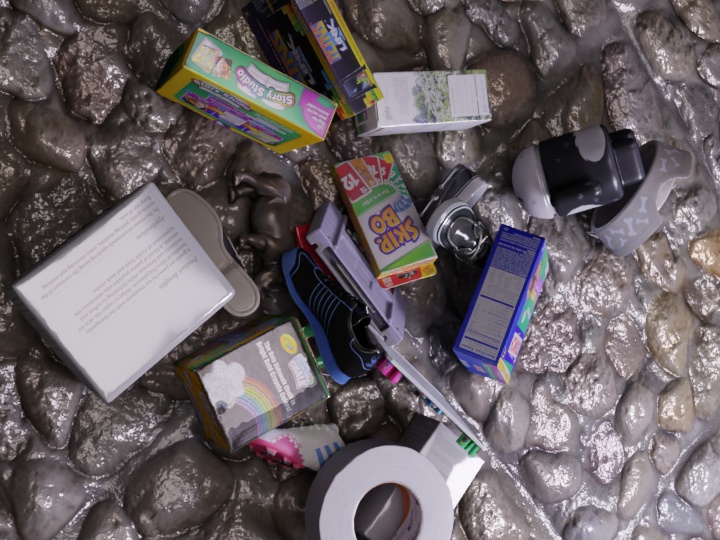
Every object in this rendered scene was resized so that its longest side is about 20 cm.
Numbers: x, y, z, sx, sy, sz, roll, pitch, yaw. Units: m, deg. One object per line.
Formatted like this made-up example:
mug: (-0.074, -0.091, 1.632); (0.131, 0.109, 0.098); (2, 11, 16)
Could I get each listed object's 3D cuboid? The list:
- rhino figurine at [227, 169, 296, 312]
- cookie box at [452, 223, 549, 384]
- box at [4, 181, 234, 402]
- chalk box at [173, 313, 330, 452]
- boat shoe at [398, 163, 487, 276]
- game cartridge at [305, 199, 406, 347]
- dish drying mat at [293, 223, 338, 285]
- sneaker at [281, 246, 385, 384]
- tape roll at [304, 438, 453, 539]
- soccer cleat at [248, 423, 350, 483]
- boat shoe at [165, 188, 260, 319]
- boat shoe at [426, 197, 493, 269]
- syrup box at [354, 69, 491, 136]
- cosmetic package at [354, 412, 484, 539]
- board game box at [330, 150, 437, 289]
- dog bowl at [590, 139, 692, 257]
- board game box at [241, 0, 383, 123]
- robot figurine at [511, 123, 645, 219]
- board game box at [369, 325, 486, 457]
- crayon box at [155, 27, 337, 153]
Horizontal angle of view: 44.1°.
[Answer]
rhino figurine: (-0.132, -0.041, 1.239); (0.087, 0.060, 0.202); (-6, 94, -22)
cookie box: (0.216, 0.056, 1.339); (0.075, 0.171, 0.202); (19, 80, 18)
box: (-0.298, 0.026, 1.085); (0.199, 0.200, 0.172); (-42, 104, -20)
chalk box: (-0.130, 0.137, 1.205); (0.199, 0.124, 0.125); (-26, 99, -23)
boat shoe: (0.103, -0.079, 1.346); (0.068, 0.072, 0.200); (41, 87, 16)
game cartridge: (0.000, 0.000, 1.268); (0.038, 0.130, 0.201); (-31, 107, 21)
dish drying mat: (-0.052, 0.031, 1.277); (0.077, 0.018, 0.202); (-19, 100, -59)
sneaker: (-0.035, 0.047, 1.185); (0.078, 0.070, 0.201); (-32, 73, 19)
tape roll: (0.026, 0.337, 1.221); (0.198, 0.066, 0.203); (1, 88, -21)
soccer cleat: (-0.077, 0.246, 1.255); (0.199, 0.069, 0.087); (35, 62, -36)
boat shoe: (-0.202, -0.018, 1.200); (0.072, 0.063, 0.201); (-33, 80, -12)
boat shoe: (0.161, -0.050, 1.308); (0.072, 0.071, 0.200); (-53, 154, 8)
syrup box: (0.091, -0.251, 1.330); (0.198, 0.081, 0.080); (-8, 91, -24)
cosmetic package: (0.081, 0.328, 1.323); (0.107, 0.090, 0.200); (44, 76, -17)
board game box: (0.036, -0.075, 1.290); (0.095, 0.030, 0.202); (-16, 73, -22)
dog bowl: (0.447, -0.122, 1.438); (0.058, 0.200, 0.201); (32, 77, -5)
board game box: (-0.069, -0.298, 1.209); (0.056, 0.165, 0.201); (-34, 103, -23)
robot figurine: (0.337, -0.152, 1.388); (0.198, 0.150, 0.126); (-16, 76, 17)
board game box: (0.077, 0.163, 1.263); (0.026, 0.200, 0.200); (-45, 107, 1)
crayon box: (-0.153, -0.228, 1.167); (0.199, 0.172, 0.059); (25, 80, -23)
